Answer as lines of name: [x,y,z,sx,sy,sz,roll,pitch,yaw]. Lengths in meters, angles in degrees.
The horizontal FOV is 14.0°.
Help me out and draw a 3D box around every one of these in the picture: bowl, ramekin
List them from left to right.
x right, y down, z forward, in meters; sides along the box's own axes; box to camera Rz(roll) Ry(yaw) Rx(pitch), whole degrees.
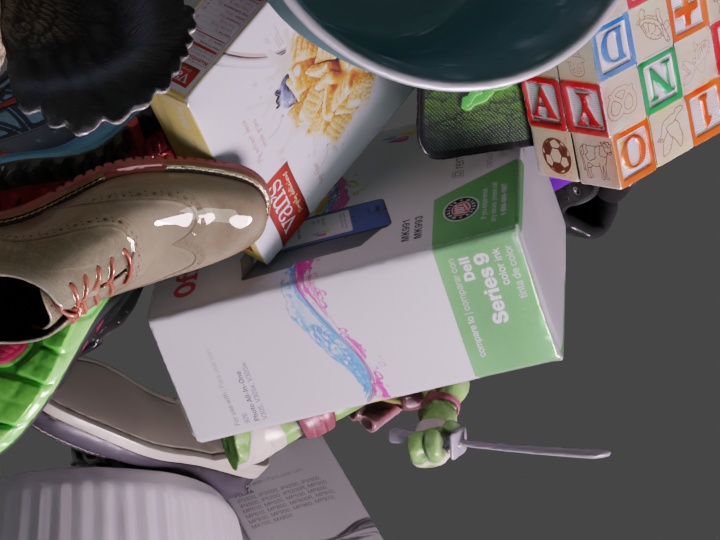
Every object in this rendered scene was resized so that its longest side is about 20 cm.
ramekin: [-0.155,0.179,1.686,0.202,0.094,0.202,-2,159,-1]
bowl: [0.022,-0.171,1.355,0.201,0.201,0.105,-12,176,-21]

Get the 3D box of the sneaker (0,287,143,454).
sneaker: [-0.162,0.031,1.540,0.200,0.077,0.084,-51,156,-10]

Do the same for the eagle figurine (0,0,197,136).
eagle figurine: [-0.160,-0.125,1.291,0.151,0.200,0.152,-13,166,-12]

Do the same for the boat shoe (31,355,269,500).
boat shoe: [-0.134,0.102,1.680,0.063,0.073,0.200,-47,144,17]

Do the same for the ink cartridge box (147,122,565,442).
ink cartridge box: [0.000,0.000,1.530,0.200,0.145,0.088,-15,118,13]

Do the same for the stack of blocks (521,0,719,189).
stack of blocks: [0.169,-0.135,1.519,0.200,0.059,0.115,-30,118,-35]

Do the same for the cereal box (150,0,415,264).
cereal box: [-0.018,-0.118,1.456,0.200,0.039,0.144,-52,148,-18]

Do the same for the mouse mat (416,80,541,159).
mouse mat: [0.103,-0.144,1.502,0.200,0.008,0.161,-9,105,-40]

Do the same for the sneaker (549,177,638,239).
sneaker: [0.118,-0.091,1.581,0.070,0.099,0.200,-43,154,-27]

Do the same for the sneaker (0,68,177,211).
sneaker: [-0.160,-0.056,1.454,0.200,0.096,0.079,-26,134,-26]

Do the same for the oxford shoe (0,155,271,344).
oxford shoe: [-0.132,0.001,1.379,0.200,0.075,0.071,-15,132,-11]

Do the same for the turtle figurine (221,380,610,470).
turtle figurine: [0.011,0.035,1.641,0.194,0.200,0.144,-15,107,-11]

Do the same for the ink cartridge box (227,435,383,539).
ink cartridge box: [-0.024,0.222,1.782,0.083,0.200,0.147,-16,141,-21]
